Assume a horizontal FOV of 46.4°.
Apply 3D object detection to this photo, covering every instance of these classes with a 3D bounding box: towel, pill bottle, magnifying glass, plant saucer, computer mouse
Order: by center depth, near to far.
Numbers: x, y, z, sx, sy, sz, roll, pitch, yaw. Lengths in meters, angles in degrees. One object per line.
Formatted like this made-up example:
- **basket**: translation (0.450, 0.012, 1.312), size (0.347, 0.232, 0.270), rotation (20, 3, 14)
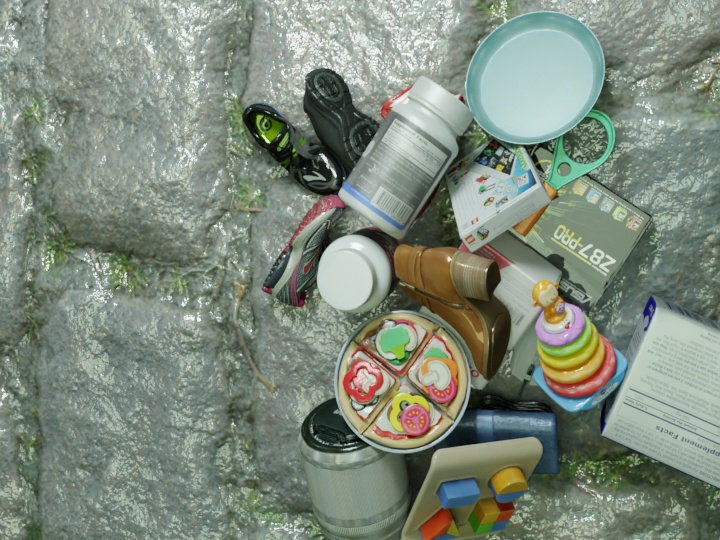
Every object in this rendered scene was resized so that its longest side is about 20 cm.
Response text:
- **pill bottle**: translation (0.066, -0.157, 1.165), size (0.113, 0.114, 0.202), rotation (34, 96, 7)
- **magnifying glass**: translation (0.283, -0.136, 1.184), size (0.079, 0.022, 0.202), rotation (38, 105, 9)
- **plant saucer**: translation (0.246, -0.269, 1.188), size (0.196, 0.027, 0.205), rotation (-7, 73, 21)
- **pill bottle**: translation (0.000, 0.000, 1.233), size (0.108, 0.200, 0.114), rotation (2, 99, 13)
- **computer mouse**: translation (0.260, 0.135, 1.264), size (0.107, 0.044, 0.204), rotation (19, 102, 12)
- **towel**: translation (0.204, 0.256, 1.276), size (0.195, 0.049, 0.114), rotation (0, 125, 17)

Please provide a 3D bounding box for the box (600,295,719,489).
- **box**: translation (0.459, 0.168, 1.185), size (0.181, 0.105, 0.204), rotation (23, 102, 10)

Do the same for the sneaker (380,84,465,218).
- **sneaker**: translation (0.073, -0.182, 1.264), size (0.114, 0.078, 0.204), rotation (24, 92, 19)

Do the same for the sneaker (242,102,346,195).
- **sneaker**: translation (-0.108, -0.184, 1.297), size (0.199, 0.083, 0.071), rotation (41, 106, 5)

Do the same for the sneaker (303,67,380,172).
- **sneaker**: translation (-0.023, -0.206, 1.270), size (0.075, 0.091, 0.202), rotation (-24, 75, -25)

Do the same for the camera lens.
- **camera lens**: translation (-0.006, 0.304, 1.277), size (0.156, 0.161, 0.204), rotation (-3, 115, 15)

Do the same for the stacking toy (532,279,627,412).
- **stacking toy**: translation (0.278, 0.085, 1.143), size (0.115, 0.110, 0.202), rotation (-37, 127, -7)

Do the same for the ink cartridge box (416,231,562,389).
- **ink cartridge box**: translation (0.177, 0.049, 1.229), size (0.145, 0.083, 0.202), rotation (36, 121, 8)

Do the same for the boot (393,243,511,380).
- **boot**: translation (0.127, 0.052, 1.172), size (0.152, 0.074, 0.204), rotation (13, 126, 35)

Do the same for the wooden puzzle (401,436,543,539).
- **wooden puzzle**: translation (0.167, 0.338, 1.233), size (0.181, 0.047, 0.203), rotation (-2, 128, -21)

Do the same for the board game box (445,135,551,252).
- **board game box**: translation (0.186, -0.119, 1.173), size (0.125, 0.202, 0.035), rotation (-32, 117, 18)

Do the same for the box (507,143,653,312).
- **box**: translation (0.297, -0.064, 1.224), size (0.198, 0.049, 0.163), rotation (35, 107, 9)

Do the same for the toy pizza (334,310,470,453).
- **toy pizza**: translation (0.059, 0.154, 1.190), size (0.195, 0.032, 0.205), rotation (-1, 73, 4)

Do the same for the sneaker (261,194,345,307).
- **sneaker**: translation (-0.078, -0.032, 1.317), size (0.074, 0.081, 0.201), rotation (31, 119, -8)
